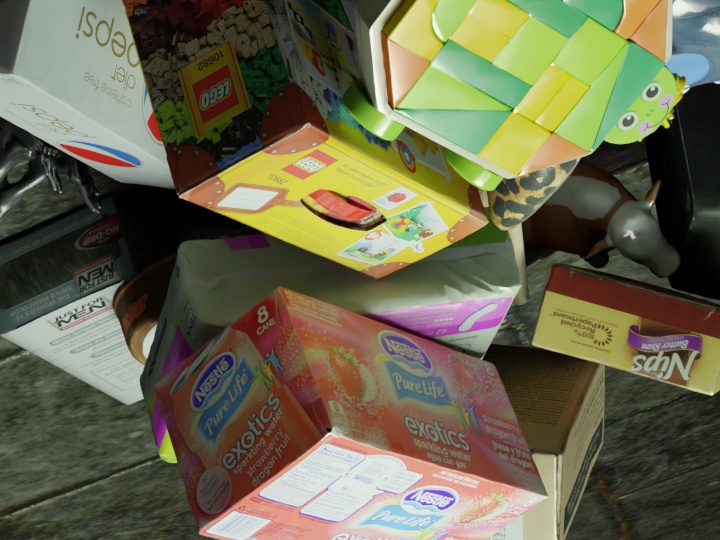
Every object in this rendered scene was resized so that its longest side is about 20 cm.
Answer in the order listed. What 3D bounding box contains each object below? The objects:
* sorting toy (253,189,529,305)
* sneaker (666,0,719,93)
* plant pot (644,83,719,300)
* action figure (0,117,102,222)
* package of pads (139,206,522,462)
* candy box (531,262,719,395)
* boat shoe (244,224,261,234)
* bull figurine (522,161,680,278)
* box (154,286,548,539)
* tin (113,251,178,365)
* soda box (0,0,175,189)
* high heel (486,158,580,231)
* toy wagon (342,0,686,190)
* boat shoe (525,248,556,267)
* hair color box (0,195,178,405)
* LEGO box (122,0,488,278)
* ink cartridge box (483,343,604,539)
[{"bbox_3d":[0.000,0.000,1.210,0.198,0.037,0.185,-19,151,-2],"label":"sorting toy"},{"bbox_3d":[0.187,-0.118,1.087,0.145,0.081,0.200,11,160,-12],"label":"sneaker"},{"bbox_3d":[0.277,-0.080,1.267,0.176,0.202,0.200,-7,159,0],"label":"plant pot"},{"bbox_3d":[-0.249,-0.019,1.098,0.199,0.103,0.119,-23,170,8],"label":"action figure"},{"bbox_3d":[-0.020,0.040,1.156,0.198,0.069,0.155,-6,147,-21],"label":"package of pads"},{"bbox_3d":[0.182,0.036,1.284,0.116,0.057,0.200,16,-179,12],"label":"candy box"},{"bbox_3d":[-0.019,-0.070,1.203,0.064,0.073,0.200,-9,163,-25],"label":"boat shoe"},{"bbox_3d":[0.122,-0.040,1.293,0.199,0.066,0.121,18,174,23],"label":"bull figurine"},{"bbox_3d":[-0.002,0.093,1.092,0.102,0.095,0.199,-37,146,25],"label":"box"},{"bbox_3d":[-0.061,0.020,1.277,0.199,0.042,0.112,-4,148,-36],"label":"tin"},{"bbox_3d":[-0.138,-0.100,1.006,0.063,0.069,0.200,7,169,26],"label":"soda box"},{"bbox_3d":[0.052,-0.100,1.010,0.142,0.071,0.201,-10,128,-31],"label":"high heel"},{"bbox_3d":[0.091,-0.107,0.954,0.199,0.040,0.155,24,114,-37],"label":"toy wagon"},{"bbox_3d":[0.068,-0.012,1.409,0.200,0.072,0.061,-25,154,9],"label":"boat shoe"},{"bbox_3d":[-0.159,0.024,1.330,0.098,0.061,0.200,-24,159,10],"label":"hair color box"},{"bbox_3d":[-0.029,-0.095,1.021,0.077,0.150,0.200,-26,158,21],"label":"LEGO box"},{"bbox_3d":[0.049,0.107,1.302,0.198,0.076,0.165,5,-158,16],"label":"ink cartridge box"}]
